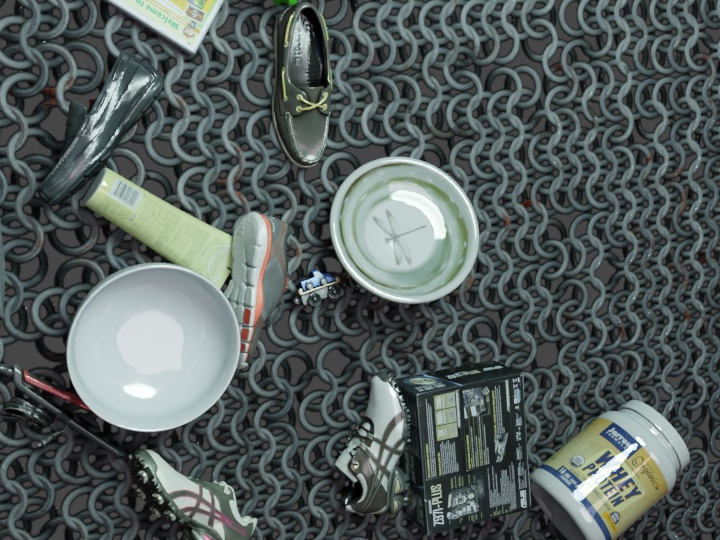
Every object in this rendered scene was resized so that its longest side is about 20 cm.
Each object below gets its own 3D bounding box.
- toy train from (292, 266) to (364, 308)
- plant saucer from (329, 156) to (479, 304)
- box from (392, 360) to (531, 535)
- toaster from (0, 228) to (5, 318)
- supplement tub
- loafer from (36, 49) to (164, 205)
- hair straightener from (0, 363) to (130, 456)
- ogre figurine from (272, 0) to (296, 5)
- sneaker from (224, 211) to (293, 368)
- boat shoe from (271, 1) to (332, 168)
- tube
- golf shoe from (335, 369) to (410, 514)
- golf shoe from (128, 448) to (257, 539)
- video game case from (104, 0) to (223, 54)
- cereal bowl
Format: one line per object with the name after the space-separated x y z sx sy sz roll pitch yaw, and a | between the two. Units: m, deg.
0.000 0.000 1.154 0.200 0.034 0.046 -21 91 -18 | toy train
0.054 -0.048 1.139 0.200 0.050 0.201 4 73 -12 | plant saucer
0.141 0.241 1.212 0.163 0.086 0.201 -9 100 -20 | box
-0.457 -0.034 0.887 0.180 0.119 0.200 -4 137 -21 | toaster
0.363 0.297 1.273 0.200 0.144 0.145 -36 108 -13 | supplement tub
-0.307 -0.163 1.001 0.070 0.068 0.201 38 78 -13 | loafer
-0.366 0.174 1.034 0.200 0.041 0.077 31 85 -22 | hair straightener
-0.075 -0.365 1.018 0.200 0.120 0.098 -24 105 -29 | ogre figurine
-0.120 0.029 1.093 0.082 0.077 0.201 1 108 -42 | sneaker
-0.071 -0.227 1.083 0.072 0.061 0.202 -8 100 -20 | boat shoe
-0.235 -0.049 1.055 0.200 0.052 0.058 33 127 -27 | tube
0.014 0.234 1.169 0.094 0.078 0.201 -3 97 -20 | golf shoe
-0.213 0.288 1.102 0.088 0.077 0.200 -46 114 -31 | golf shoe
-0.239 -0.384 1.019 0.200 0.022 0.182 30 86 -23 | video game case
-0.249 0.086 1.045 0.200 0.083 0.201 -3 98 -20 | cereal bowl
